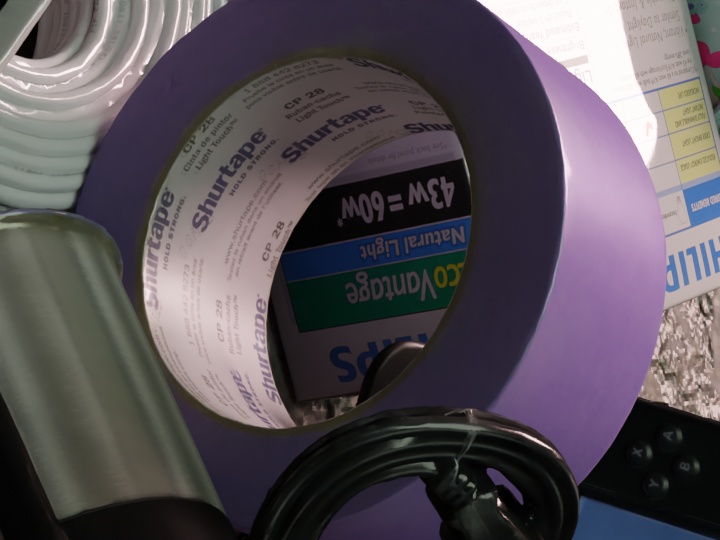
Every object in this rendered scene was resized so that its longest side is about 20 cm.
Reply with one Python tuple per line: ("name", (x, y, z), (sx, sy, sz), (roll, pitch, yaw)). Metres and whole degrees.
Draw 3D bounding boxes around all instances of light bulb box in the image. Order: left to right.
("light bulb box", (0.052, -0.065, 1.055), (0.198, 0.125, 0.200), (-18, 96, -49))

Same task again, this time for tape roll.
("tape roll", (0.000, 0.000, 0.850), (0.085, 0.200, 0.200), (29, 59, -56))

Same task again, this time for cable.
("cable", (-0.137, -0.108, 0.892), (0.200, 0.069, 0.200), (39, 54, -37))

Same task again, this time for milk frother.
("milk frother", (-0.059, 0.058, 0.740), (0.181, 0.200, 0.188), (85, -20, -62))

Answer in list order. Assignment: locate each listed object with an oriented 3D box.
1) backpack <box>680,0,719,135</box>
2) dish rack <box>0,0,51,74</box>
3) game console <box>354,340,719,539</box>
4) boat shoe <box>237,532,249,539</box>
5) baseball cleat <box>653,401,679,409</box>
("backpack", (0.181, -0.134, 1.162), (0.150, 0.200, 0.178), (-8, 88, -49))
("dish rack", (-0.203, -0.096, 0.763), (0.200, 0.044, 0.172), (28, 63, 3))
("game console", (0.074, 0.145, 0.919), (0.119, 0.172, 0.200), (10, 96, -73))
("boat shoe", (-0.074, 0.128, 0.888), (0.062, 0.075, 0.200), (53, 26, 2))
("baseball cleat", (0.113, 0.154, 0.994), (0.070, 0.106, 0.200), (1, 81, -55))
